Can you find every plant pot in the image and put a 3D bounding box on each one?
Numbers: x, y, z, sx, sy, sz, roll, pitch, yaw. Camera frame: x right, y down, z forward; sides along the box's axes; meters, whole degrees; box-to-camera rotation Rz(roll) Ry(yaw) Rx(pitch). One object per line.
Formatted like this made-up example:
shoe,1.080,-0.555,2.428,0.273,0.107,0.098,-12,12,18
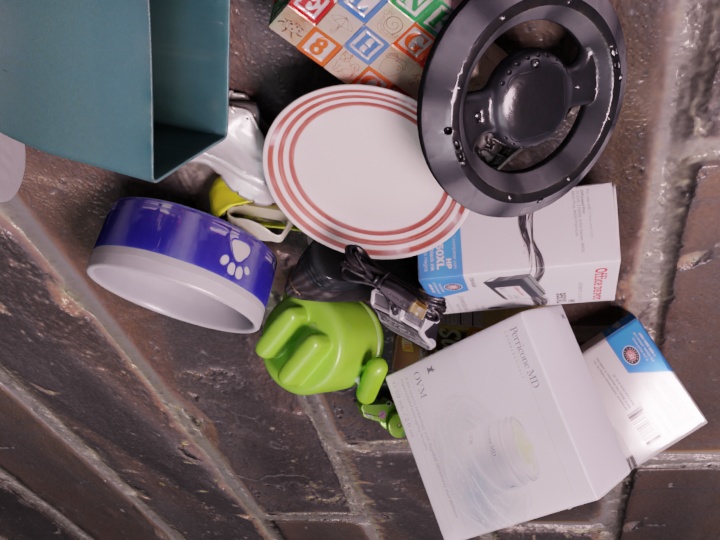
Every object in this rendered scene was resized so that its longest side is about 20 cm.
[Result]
plant pot,-0.220,-0.175,0.632,0.195,0.142,0.144,11,115,12

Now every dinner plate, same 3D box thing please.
dinner plate,0.007,-0.088,0.727,0.195,0.025,0.203,9,137,8

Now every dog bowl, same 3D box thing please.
dog bowl,-0.194,-0.002,0.879,0.195,0.081,0.201,15,163,5

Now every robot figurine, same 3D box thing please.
robot figurine,-0.044,0.087,0.965,0.116,0.175,0.199,-50,159,14

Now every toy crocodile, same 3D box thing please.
toy crocodile,0.088,0.230,1.223,0.196,0.063,0.067,19,178,-9

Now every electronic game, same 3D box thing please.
electronic game,0.135,-0.140,0.649,0.195,0.042,0.205,-10,117,-20

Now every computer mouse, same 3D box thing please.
computer mouse,0.045,0.032,0.810,0.108,0.045,0.200,26,170,16

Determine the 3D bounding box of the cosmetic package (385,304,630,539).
cosmetic package,0.163,0.173,0.902,0.198,0.203,0.122,-29,166,32

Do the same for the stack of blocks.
stack of blocks,0.037,-0.198,0.658,0.198,0.060,0.114,30,137,-29

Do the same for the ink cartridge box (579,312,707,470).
ink cartridge box,0.294,0.170,0.979,0.198,0.148,0.084,-35,175,13

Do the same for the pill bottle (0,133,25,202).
pill bottle,-0.446,-0.118,0.786,0.195,0.112,0.111,4,144,3

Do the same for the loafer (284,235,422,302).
loafer,0.000,0.000,0.878,0.197,0.074,0.072,5,151,-46

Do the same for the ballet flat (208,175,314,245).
ballet flat,-0.066,-0.058,0.851,0.195,0.068,0.067,8,144,-3

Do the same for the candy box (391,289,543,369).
candy box,0.142,0.085,1.024,0.195,0.056,0.117,5,142,0

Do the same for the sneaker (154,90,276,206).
sneaker,-0.143,-0.141,0.765,0.197,0.076,0.087,21,127,-28

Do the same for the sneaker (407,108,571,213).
sneaker,0.116,-0.114,0.743,0.073,0.081,0.198,34,134,-31

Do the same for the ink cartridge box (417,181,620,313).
ink cartridge box,0.165,-0.018,0.829,0.195,0.086,0.145,-6,162,14
